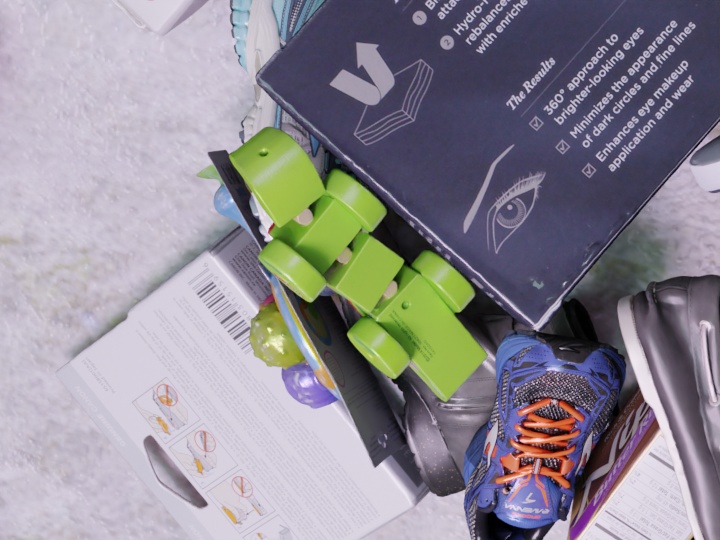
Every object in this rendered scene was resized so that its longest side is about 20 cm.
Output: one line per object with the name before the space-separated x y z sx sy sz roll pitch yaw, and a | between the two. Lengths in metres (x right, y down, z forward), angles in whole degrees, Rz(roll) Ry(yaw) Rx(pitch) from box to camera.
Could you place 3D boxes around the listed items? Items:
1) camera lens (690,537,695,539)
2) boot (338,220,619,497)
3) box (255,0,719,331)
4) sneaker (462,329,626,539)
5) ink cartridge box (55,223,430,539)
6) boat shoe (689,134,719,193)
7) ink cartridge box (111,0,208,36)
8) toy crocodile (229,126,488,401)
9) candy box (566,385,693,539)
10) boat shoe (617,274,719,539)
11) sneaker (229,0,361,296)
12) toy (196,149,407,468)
camera lens | 0.265 0.211 1.463 0.200 0.160 0.160 20 118 14
boot | 0.073 0.035 1.533 0.130 0.068 0.200 -17 112 23
box | 0.082 -0.106 1.387 0.200 0.117 0.197 42 90 1
sneaker | 0.101 0.102 1.450 0.075 0.079 0.200 8 144 -1
ink cartridge box | -0.071 0.094 1.624 0.200 0.044 0.174 51 132 -4
boat shoe | 0.272 -0.064 1.348 0.200 0.072 0.068 -18 106 15
ink cartridge box | -0.094 -0.254 1.461 0.144 0.084 0.200 44 120 0
toy crocodile | 0.000 0.000 1.429 0.068 0.062 0.200 -50 123 -5
candy box | 0.191 0.073 1.440 0.056 0.117 0.200 34 111 -5
boat shoe | 0.192 0.096 1.350 0.057 0.067 0.200 -19 102 19
sneaker | -0.020 -0.087 1.474 0.086 0.078 0.200 -11 79 17
toy | -0.043 0.025 1.518 0.047 0.115 0.200 -25 89 12
